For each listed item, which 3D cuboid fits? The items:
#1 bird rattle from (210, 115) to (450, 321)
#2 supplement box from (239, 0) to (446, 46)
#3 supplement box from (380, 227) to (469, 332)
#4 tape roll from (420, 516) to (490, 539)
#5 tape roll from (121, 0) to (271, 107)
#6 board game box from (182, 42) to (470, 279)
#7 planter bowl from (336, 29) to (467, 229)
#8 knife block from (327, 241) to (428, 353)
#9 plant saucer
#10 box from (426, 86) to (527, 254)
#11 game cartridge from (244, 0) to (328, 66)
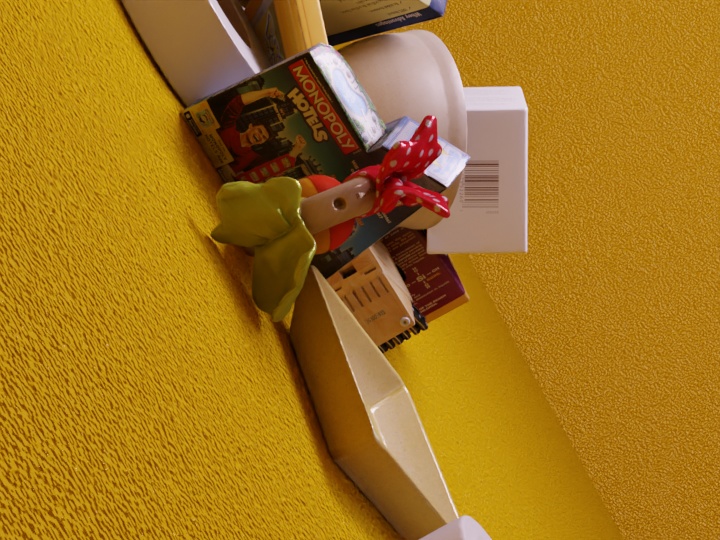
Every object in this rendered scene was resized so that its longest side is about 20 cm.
[{"bbox_3d":[-0.027,-0.055,1.398,0.113,0.199,0.163,60,-16,-8],"label":"bird rattle"},{"bbox_3d":[-0.039,-0.333,1.721,0.199,0.199,0.135,27,69,-37],"label":"supplement box"},{"bbox_3d":[0.026,-0.037,1.953,0.200,0.103,0.131,50,14,-52],"label":"supplement box"},{"bbox_3d":[0.094,0.285,1.290,0.203,0.070,0.203,60,8,-14],"label":"tape roll"},{"bbox_3d":[-0.154,-0.232,1.592,0.203,0.070,0.203,59,8,-14],"label":"tape roll"},{"bbox_3d":[-0.019,-0.096,1.496,0.201,0.199,0.062,59,36,-17],"label":"board game box"},{"bbox_3d":[0.001,-0.140,1.747,0.200,0.134,0.202,178,-90,-65],"label":"planter bowl"},{"bbox_3d":[0.000,0.000,1.796,0.201,0.064,0.176,58,8,-21],"label":"knife block"},{"bbox_3d":[0.007,0.125,1.442,0.200,0.048,0.201,54,10,-45],"label":"plant saucer"},{"bbox_3d":[0.123,-0.110,1.870,0.200,0.105,0.154,-76,165,-78],"label":"box"},{"bbox_3d":[-0.071,-0.192,1.663,0.200,0.032,0.178,134,-55,-69],"label":"game cartridge"}]
